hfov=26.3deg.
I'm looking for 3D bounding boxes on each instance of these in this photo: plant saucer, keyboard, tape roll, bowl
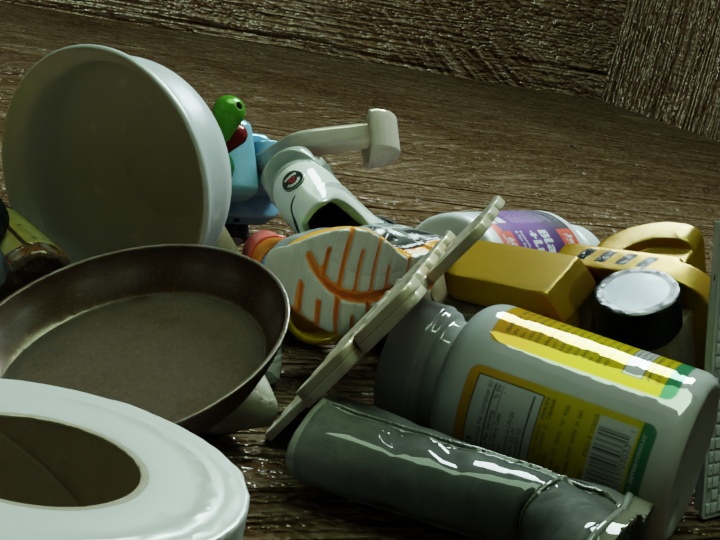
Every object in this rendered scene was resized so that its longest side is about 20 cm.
[{"bbox_3d":[-0.137,0.051,0.901,0.200,0.035,0.200,-8,33,5],"label":"plant saucer"},{"bbox_3d":[0.246,0.062,1.018,0.056,0.201,0.011,-1,6,-41],"label":"keyboard"},{"bbox_3d":[-0.154,0.114,0.690,0.202,0.071,0.202,13,14,-3],"label":"tape roll"},{"bbox_3d":[-0.166,-0.074,1.152,0.201,0.202,0.090,21,25,29],"label":"bowl"}]

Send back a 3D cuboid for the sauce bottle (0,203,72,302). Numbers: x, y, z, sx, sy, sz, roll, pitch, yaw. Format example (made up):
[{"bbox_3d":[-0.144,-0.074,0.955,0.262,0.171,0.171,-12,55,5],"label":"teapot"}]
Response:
[{"bbox_3d":[-0.266,-0.015,1.132,0.066,0.066,0.200,5,16,-30],"label":"sauce bottle"}]

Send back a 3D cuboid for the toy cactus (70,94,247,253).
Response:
[{"bbox_3d":[-0.160,-0.055,1.273,0.165,0.200,0.102,51,-3,-17],"label":"toy cactus"}]

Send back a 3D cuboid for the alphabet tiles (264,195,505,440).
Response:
[{"bbox_3d":[0.015,0.027,0.990,0.015,0.196,0.200,45,16,0],"label":"alphabet tiles"}]

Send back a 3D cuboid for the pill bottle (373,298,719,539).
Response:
[{"bbox_3d":[0.114,0.087,0.972,0.200,0.113,0.113,18,14,22],"label":"pill bottle"}]

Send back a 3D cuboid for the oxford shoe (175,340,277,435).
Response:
[{"bbox_3d":[-0.104,0.053,1.013,0.075,0.071,0.200,12,23,-20],"label":"oxford shoe"}]

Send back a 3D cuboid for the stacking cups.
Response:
[{"bbox_3d":[-0.056,0.010,1.268,0.060,0.061,0.200,9,8,-17],"label":"stacking cups"}]

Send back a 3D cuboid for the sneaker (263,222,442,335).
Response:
[{"bbox_3d":[0.000,0.000,1.134,0.200,0.078,0.077,4,16,-46],"label":"sneaker"}]

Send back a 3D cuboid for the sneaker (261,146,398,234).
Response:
[{"bbox_3d":[-0.004,-0.017,1.307,0.200,0.074,0.089,38,11,-41],"label":"sneaker"}]

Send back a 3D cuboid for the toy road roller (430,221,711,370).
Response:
[{"bbox_3d":[0.164,0.032,1.084,0.200,0.123,0.146,9,37,31],"label":"toy road roller"}]

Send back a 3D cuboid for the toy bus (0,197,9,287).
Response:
[{"bbox_3d":[-0.341,-0.034,1.001,0.192,0.136,0.200,-22,28,-4],"label":"toy bus"}]

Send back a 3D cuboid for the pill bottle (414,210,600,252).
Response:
[{"bbox_3d":[0.131,0.004,1.334,0.111,0.112,0.200,22,16,35],"label":"pill bottle"}]

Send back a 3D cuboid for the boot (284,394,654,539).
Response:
[{"bbox_3d":[0.054,0.124,0.851,0.200,0.073,0.182,24,2,14],"label":"boot"}]

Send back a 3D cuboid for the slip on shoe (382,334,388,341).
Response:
[{"bbox_3d":[0.052,0.043,1.225,0.200,0.061,0.074,8,41,32],"label":"slip on shoe"}]

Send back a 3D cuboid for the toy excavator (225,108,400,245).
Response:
[{"bbox_3d":[-0.089,-0.092,1.345,0.194,0.100,0.200,2,-15,-31],"label":"toy excavator"}]

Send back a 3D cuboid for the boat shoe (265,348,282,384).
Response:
[{"bbox_3d":[-0.089,0.024,1.138,0.074,0.065,0.202,11,14,-10],"label":"boat shoe"}]
